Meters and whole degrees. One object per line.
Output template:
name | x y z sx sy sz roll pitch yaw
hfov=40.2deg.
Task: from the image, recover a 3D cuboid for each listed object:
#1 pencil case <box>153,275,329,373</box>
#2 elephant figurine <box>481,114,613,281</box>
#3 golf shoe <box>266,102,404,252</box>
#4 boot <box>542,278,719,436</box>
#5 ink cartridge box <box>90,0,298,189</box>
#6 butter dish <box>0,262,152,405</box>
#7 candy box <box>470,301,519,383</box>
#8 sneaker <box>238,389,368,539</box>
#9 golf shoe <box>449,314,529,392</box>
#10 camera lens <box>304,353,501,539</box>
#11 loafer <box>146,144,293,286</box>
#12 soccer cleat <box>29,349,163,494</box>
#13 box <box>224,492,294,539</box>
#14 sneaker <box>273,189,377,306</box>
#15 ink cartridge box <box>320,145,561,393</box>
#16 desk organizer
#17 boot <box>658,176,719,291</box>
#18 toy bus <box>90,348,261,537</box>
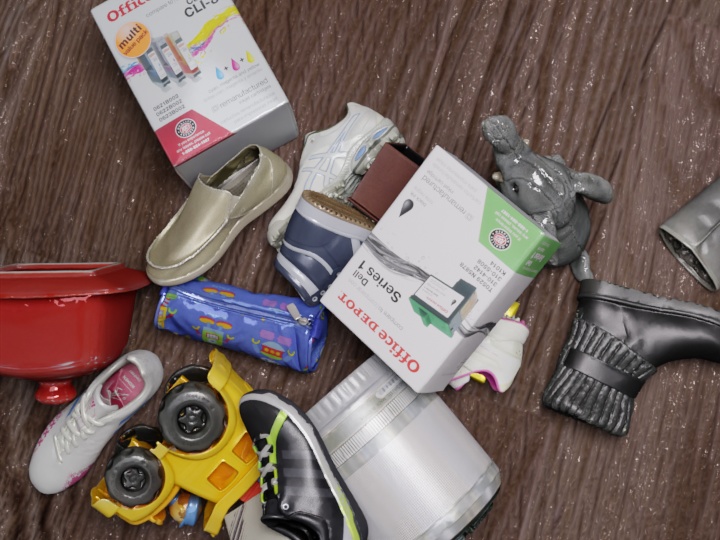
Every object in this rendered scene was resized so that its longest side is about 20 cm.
pencil case | -0.130 0.052 1.098 0.198 0.087 0.079 15 63 4
elephant figurine | 0.193 -0.072 1.051 0.153 0.200 0.143 3 83 1
golf shoe | -0.044 -0.109 1.136 0.200 0.078 0.097 -43 66 -8
boot | 0.317 0.111 1.088 0.209 0.079 0.159 15 78 11
ink cartridge box | -0.181 -0.219 1.103 0.144 0.145 0.201 -30 83 -2
butter dish | -0.328 0.069 1.055 0.198 0.199 0.150 0 94 1
candy box | 0.072 0.040 1.129 0.199 0.026 0.103 26 81 3
sneaker | -0.069 0.209 0.962 0.083 0.072 0.201 -28 77 -39
golf shoe | 0.083 0.081 1.075 0.198 0.075 0.093 9 87 3
camera lens | 0.038 0.202 1.042 0.160 0.160 0.200 -40 84 -4
loafer | -0.164 -0.067 1.078 0.200 0.068 0.075 -45 49 -14
soccer cleat | -0.301 0.164 1.089 0.070 0.086 0.200 41 87 5
box | -0.070 0.322 0.979 0.068 0.082 0.201 -33 42 7
sneaker | 0.000 0.000 1.088 0.199 0.070 0.109 26 105 -17
ink cartridge box | 0.078 0.003 0.984 0.146 0.084 0.201 41 101 20
desk organizer | 0.091 -0.052 1.071 0.200 0.072 0.077 39 108 15
boot | 0.420 -0.105 1.126 0.199 0.073 0.182 -38 82 3
toy bus | -0.165 0.216 1.072 0.192 0.136 0.200 43 88 -11
